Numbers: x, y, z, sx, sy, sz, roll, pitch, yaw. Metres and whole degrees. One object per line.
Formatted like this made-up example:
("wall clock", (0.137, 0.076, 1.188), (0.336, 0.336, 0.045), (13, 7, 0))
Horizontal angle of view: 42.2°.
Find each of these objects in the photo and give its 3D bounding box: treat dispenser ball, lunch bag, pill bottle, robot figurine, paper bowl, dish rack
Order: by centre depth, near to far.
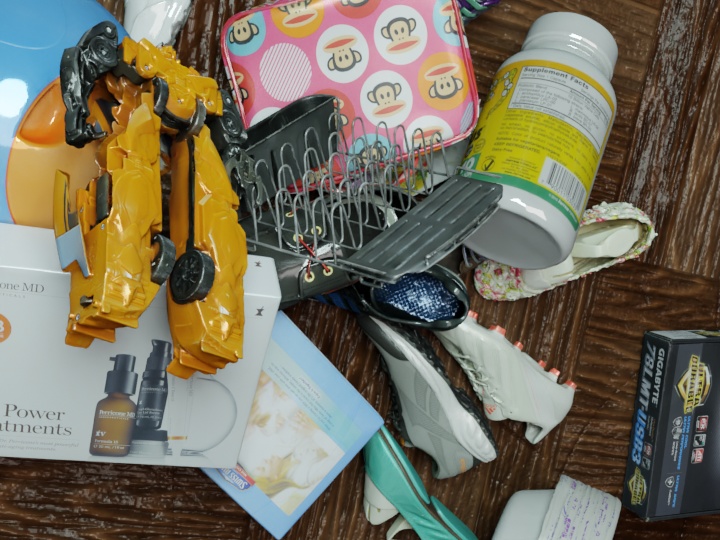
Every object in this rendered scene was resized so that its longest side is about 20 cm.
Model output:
("robot figurine", (-0.119, -0.047, 0.540), (0.144, 0.058, 0.203), (26, 46, -44))
("treat dispenser ball", (-0.237, -0.100, 0.637), (0.197, 0.200, 0.205), (-4, 101, -22))
("dish rack", (-0.008, -0.058, 0.641), (0.153, 0.198, 0.055), (-40, 132, -37))
("lunch bag", (-0.003, -0.146, 0.763), (0.196, 0.082, 0.179), (-14, 104, 5))
("pill bottle", (0.152, -0.114, 0.793), (0.112, 0.112, 0.203), (32, 68, -24))
("paper bowl", (0.171, 0.297, 0.901), (0.103, 0.200, 0.204), (21, 91, 16))

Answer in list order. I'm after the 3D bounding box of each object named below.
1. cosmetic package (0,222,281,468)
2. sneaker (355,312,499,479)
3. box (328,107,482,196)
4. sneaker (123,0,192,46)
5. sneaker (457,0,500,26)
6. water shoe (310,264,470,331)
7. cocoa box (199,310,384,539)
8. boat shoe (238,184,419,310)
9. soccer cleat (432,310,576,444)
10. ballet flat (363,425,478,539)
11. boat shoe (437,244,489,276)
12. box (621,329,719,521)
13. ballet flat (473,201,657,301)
("cosmetic package", (-0.164, 0.054, 0.609), (0.196, 0.052, 0.153), (7, 120, -18))
("sneaker", (0.052, 0.116, 0.870), (0.079, 0.074, 0.201), (-33, 107, 7))
("box", (0.063, -0.101, 0.853), (0.198, 0.041, 0.039), (-28, 108, -17))
("sneaker", (-0.170, -0.253, 0.717), (0.098, 0.078, 0.204), (12, 86, -18))
("sneaker", (0.069, -0.232, 0.806), (0.200, 0.087, 0.075), (-45, 113, -10))
("water shoe", (0.000, 0.000, 0.793), (0.196, 0.079, 0.073), (13, 91, 0))
("cocoa box", (-0.103, 0.091, 0.765), (0.134, 0.131, 0.200), (-46, 113, -9))
("boat shoe", (-0.037, -0.018, 0.693), (0.199, 0.063, 0.075), (-22, 93, -37))
("soccer cleat", (0.131, 0.101, 0.904), (0.199, 0.069, 0.078), (35, 88, -27))
("ballet flat", (0.044, 0.230, 0.891), (0.070, 0.067, 0.201), (-37, 110, 1))
("boat shoe", (0.097, -0.041, 0.859), (0.200, 0.072, 0.072), (-46, 111, -11))
("box", (0.392, 0.167, 1.037), (0.195, 0.050, 0.204), (2, 99, -22))
("ballet flat", (0.205, -0.021, 0.915), (0.197, 0.064, 0.077), (-23, 108, -17))
